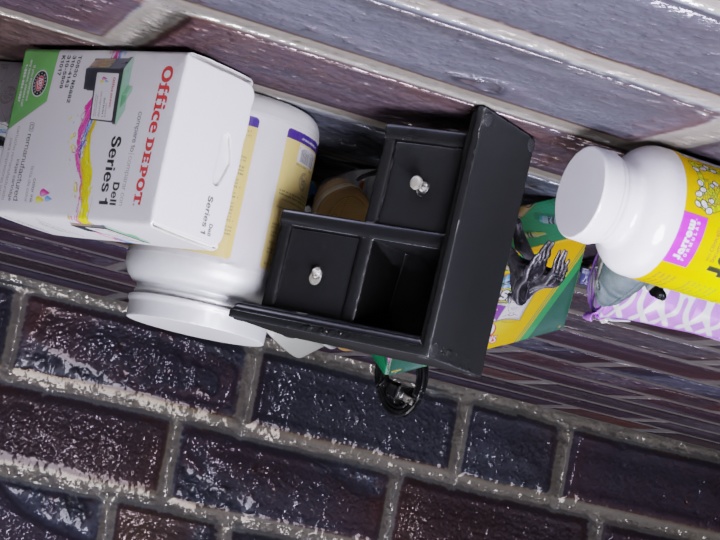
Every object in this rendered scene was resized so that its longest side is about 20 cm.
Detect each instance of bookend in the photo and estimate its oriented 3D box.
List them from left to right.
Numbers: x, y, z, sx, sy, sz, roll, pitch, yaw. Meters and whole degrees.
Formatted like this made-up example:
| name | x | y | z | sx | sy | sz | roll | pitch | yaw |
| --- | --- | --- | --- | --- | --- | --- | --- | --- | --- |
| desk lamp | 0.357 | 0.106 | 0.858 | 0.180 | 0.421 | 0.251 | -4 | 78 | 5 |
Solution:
| name | x | y | z | sx | sy | sz | roll | pitch | yaw |
| --- | --- | --- | --- | --- | --- | --- | --- | --- | --- |
| bookend | 0.018 | -0.034 | 1.496 | 0.197 | 0.202 | 0.092 | 11 | 173 | 34 |

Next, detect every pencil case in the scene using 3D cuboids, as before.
| name | x | y | z | sx | sy | sz | roll | pitch | yaw |
| --- | --- | --- | --- | --- | --- | --- | --- | --- | --- |
| pencil case | 0.327 | 0.030 | 1.876 | 0.198 | 0.086 | 0.084 | 12 | 174 | -7 |

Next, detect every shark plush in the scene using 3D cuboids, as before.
| name | x | y | z | sx | sy | sz | roll | pitch | yaw |
| --- | --- | --- | --- | --- | --- | --- | --- | --- | --- |
| shark plush | 0.279 | -0.009 | 1.669 | 0.090 | 0.084 | 0.199 | 17 | 171 | -33 |

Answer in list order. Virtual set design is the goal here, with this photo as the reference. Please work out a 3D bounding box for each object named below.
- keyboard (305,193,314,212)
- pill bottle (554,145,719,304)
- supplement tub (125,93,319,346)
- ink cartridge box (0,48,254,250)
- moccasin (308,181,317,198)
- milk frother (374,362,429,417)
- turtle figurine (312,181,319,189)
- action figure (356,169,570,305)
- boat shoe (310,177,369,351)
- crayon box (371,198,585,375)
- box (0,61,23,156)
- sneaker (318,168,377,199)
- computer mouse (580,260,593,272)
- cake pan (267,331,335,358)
| name | x | y | z | sx | sy | sz | roll | pitch | yaw |
| --- | --- | --- | --- | --- | --- | --- | --- | --- | --- |
| keyboard | 0.000 | 0.000 | 1.747 | 0.126 | 0.021 | 0.200 | -28 | 129 | 20 |
| pill bottle | 0.254 | -0.035 | 1.439 | 0.198 | 0.105 | 0.104 | 15 | 172 | -23 |
| supplement tub | -0.122 | -0.046 | 1.588 | 0.144 | 0.202 | 0.145 | 12 | 172 | 2 |
| ink cartridge box | -0.198 | -0.102 | 1.510 | 0.198 | 0.146 | 0.084 | 6 | 171 | 38 |
| moccasin | -0.130 | -0.102 | 1.734 | 0.199 | 0.081 | 0.068 | 28 | 174 | -11 |
| milk frother | 0.013 | 0.062 | 2.172 | 0.186 | 0.202 | 0.180 | 15 | 176 | -19 |
| turtle figurine | -0.041 | -0.055 | 1.908 | 0.198 | 0.065 | 0.161 | 12 | 172 | -1 |
| action figure | 0.093 | -0.056 | 1.589 | 0.199 | 0.103 | 0.119 | 38 | -167 | 26 |
| boat shoe | -0.022 | -0.014 | 1.674 | 0.073 | 0.069 | 0.201 | -19 | 137 | -14 |
| crayon box | 0.104 | 0.014 | 1.689 | 0.198 | 0.120 | 0.058 | -14 | -135 | -25 |
| box | -0.301 | -0.122 | 1.716 | 0.116 | 0.061 | 0.200 | 8 | 161 | 31 |
| sneaker | 0.043 | -0.049 | 1.796 | 0.198 | 0.079 | 0.077 | 16 | 179 | -24 |
| computer mouse | 0.198 | -0.006 | 1.956 | 0.139 | 0.047 | 0.200 | 15 | 172 | -11 |
| cake pan | -0.098 | 0.007 | 1.815 | 0.201 | 0.037 | 0.200 | 52 | -174 | -7 |
